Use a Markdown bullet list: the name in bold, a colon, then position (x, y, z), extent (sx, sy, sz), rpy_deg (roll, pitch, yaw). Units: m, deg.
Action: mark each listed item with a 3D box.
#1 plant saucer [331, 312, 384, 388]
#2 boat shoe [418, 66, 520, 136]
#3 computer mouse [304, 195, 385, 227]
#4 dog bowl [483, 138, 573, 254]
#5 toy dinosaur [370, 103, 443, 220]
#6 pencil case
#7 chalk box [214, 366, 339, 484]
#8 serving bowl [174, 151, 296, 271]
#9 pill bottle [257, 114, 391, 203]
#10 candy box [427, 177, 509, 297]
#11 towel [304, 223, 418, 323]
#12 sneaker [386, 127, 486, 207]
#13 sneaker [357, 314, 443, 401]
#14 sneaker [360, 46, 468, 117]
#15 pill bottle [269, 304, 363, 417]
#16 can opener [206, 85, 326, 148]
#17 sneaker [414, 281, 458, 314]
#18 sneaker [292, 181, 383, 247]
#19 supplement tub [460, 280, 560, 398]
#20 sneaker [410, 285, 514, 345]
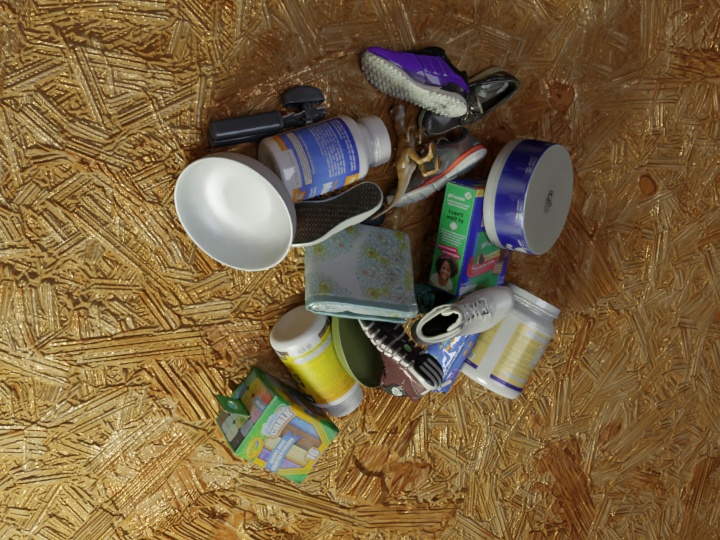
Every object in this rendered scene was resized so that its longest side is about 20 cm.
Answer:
- **plant saucer**: position (0.001, 0.110, 1.296), extent (0.200, 0.031, 0.201), rpy_deg (31, 54, -55)
- **boat shoe**: position (0.193, -0.299, 1.284), extent (0.199, 0.065, 0.073), rpy_deg (-35, 122, -11)
- **computer mouse**: position (-0.037, -0.118, 1.251), extent (0.199, 0.034, 0.059), rpy_deg (15, 102, -30)
- **dog bowl**: position (0.303, -0.132, 1.296), extent (0.200, 0.078, 0.201), rpy_deg (-23, 121, -47)
- **toy dinosaur**: position (0.082, -0.183, 1.253), extent (0.060, 0.106, 0.202), rpy_deg (7, 86, -63)
- **pencil case**: position (0.176, 0.148, 1.392), extent (0.078, 0.087, 0.201), rpy_deg (15, 120, -23)
- **chalk box**: position (-0.162, 0.261, 1.271), extent (0.200, 0.124, 0.124), rpy_deg (37, 89, -33)
- **serving bowl**: position (-0.184, -0.099, 1.120), extent (0.201, 0.199, 0.066), rpy_deg (65, 32, -28)
- **pill bottle**: position (-0.055, -0.185, 1.170), extent (0.199, 0.112, 0.113), rpy_deg (-20, 116, -20)
- **candy box**: position (0.214, -0.066, 1.342), extent (0.169, 0.077, 0.201), rpy_deg (-12, 115, -48)
- **towel**: position (0.000, 0.000, 1.239), extent (0.199, 0.172, 0.048), rpy_deg (9, 147, -20)
- **sneaker**: position (0.124, -0.186, 1.300), extent (0.199, 0.077, 0.082), rpy_deg (-31, 81, -2)
- **sneaker**: position (0.043, 0.151, 1.259), extent (0.076, 0.200, 0.116), rpy_deg (-29, 161, -44)
- **sneaker**: position (0.096, -0.340, 1.224), extent (0.199, 0.070, 0.100), rpy_deg (22, 69, -17)
- **pill bottle**: position (-0.071, 0.166, 1.291), extent (0.109, 0.109, 0.201), rpy_deg (-36, 120, -11)
- **can opener**: position (-0.148, -0.246, 1.148), extent (0.199, 0.053, 0.067), rpy_deg (-14, 82, -22)
- **sneaker**: position (0.096, 0.053, 1.336), extent (0.199, 0.079, 0.078), rpy_deg (-12, 94, -35)
- **sneaker**: position (-0.055, -0.085, 1.203), extent (0.199, 0.085, 0.073), rpy_deg (-17, 87, 3)
- **supplement tub**: position (0.296, 0.137, 1.447), extent (0.145, 0.145, 0.201), rpy_deg (26, 95, -32)
- **sneaker**: position (0.186, 0.080, 1.262), extent (0.199, 0.116, 0.074), rpy_deg (-24, 84, -2)
